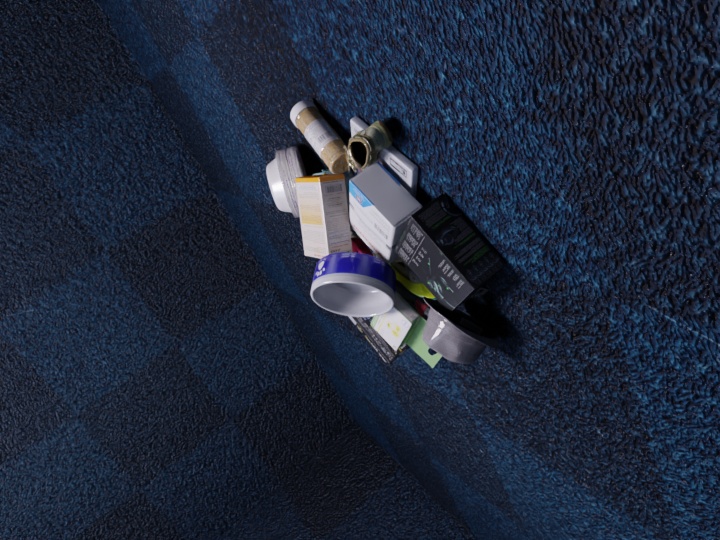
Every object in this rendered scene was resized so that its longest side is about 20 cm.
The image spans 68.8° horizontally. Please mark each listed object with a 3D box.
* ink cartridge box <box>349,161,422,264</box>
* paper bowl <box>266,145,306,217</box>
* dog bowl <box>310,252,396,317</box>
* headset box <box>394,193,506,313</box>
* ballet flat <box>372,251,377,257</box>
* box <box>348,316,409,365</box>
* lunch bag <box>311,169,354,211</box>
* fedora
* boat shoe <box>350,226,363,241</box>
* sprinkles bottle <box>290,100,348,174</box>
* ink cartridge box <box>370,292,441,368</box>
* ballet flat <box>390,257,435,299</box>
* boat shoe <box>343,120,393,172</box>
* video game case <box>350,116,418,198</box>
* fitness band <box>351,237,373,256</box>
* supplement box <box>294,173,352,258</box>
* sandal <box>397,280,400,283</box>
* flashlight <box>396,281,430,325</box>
[{"bbox_3d":[0.049,-0.121,1.169,0.146,0.086,0.200,48,166,16],"label":"ink cartridge box"},{"bbox_3d":[-0.205,-0.250,1.522,0.201,0.104,0.201,164,90,-89],"label":"paper bowl"},{"bbox_3d":[-0.015,0.037,1.257,0.200,0.079,0.200,6,152,3],"label":"dog bowl"},{"bbox_3d":[0.180,-0.024,1.071,0.200,0.093,0.174,50,162,12],"label":"headset box"},{"bbox_3d":[0.053,0.041,1.466,0.072,0.072,0.200,106,143,-68],"label":"ballet flat"},{"bbox_3d":[0.079,0.151,1.546,0.200,0.161,0.049,50,163,11],"label":"box"},{"bbox_3d":[-0.074,-0.192,1.397,0.200,0.077,0.161,9,111,64],"label":"lunch bag"},{"bbox_3d":[0.206,0.144,1.168,0.200,0.090,0.177,20,-167,-34],"label":"fedora"},{"bbox_3d":[0.021,-0.105,1.380,0.072,0.061,0.201,20,-179,-30],"label":"boat shoe"},{"bbox_3d":[-0.092,-0.316,1.243,0.200,0.068,0.068,55,164,25],"label":"sprinkles bottle"},{"bbox_3d":[0.124,0.162,1.357,0.200,0.048,0.146,45,146,18],"label":"ink cartridge box"},{"bbox_3d":[0.129,0.009,1.321,0.200,0.067,0.067,34,146,51],"label":"ballet flat"},{"bbox_3d":[0.001,-0.252,1.092,0.073,0.063,0.200,55,163,-4],"label":"boat shoe"},{"bbox_3d":[0.051,-0.220,1.167,0.200,0.023,0.182,45,160,25],"label":"video game case"},{"bbox_3d":[0.000,0.000,1.404,0.144,0.037,0.200,55,155,35],"label":"fitness band"},{"bbox_3d":[-0.090,-0.132,1.288,0.126,0.073,0.200,14,113,54],"label":"supplement box"},{"bbox_3d":[0.130,0.078,1.454,0.200,0.054,0.080,43,159,33],"label":"sandal"},{"bbox_3d":[0.120,0.076,1.380,0.200,0.068,0.068,30,178,26],"label":"flashlight"}]
